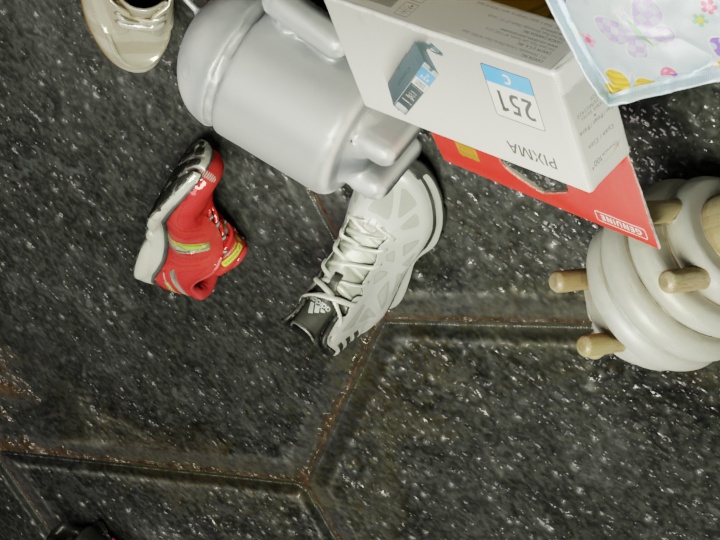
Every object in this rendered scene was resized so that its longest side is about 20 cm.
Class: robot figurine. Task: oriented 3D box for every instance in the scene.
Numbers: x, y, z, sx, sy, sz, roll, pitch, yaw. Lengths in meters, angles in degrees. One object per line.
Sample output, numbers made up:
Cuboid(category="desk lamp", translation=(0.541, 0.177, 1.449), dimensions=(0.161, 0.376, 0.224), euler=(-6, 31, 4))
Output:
Cuboid(category="robot figurine", translation=(-0.049, -0.132, 1.299), dimensions=(0.200, 0.113, 0.170), euler=(32, 142, 10))

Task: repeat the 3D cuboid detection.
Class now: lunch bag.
Cuboid(category="lunch bag", translation=(0.156, -0.221, 0.975), dimensions=(0.127, 0.170, 0.200), euler=(-7, 126, 39))

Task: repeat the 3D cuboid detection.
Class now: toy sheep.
Cuboid(category="toy sheep", translation=(0.207, 0.006, 1.204), dimensions=(0.138, 0.138, 0.200), euler=(44, 138, -7))

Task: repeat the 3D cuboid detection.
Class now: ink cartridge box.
Cuboid(category="ink cartridge box", translation=(0.082, -0.093, 1.121), dimensions=(0.200, 0.045, 0.176), euler=(26, 151, 43))

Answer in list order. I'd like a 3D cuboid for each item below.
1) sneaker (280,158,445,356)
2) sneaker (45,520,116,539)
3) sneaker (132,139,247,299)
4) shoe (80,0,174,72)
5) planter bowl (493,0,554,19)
Cuboid(category="sneaker", translation=(0.000, 0.000, 1.394), dimensions=(0.076, 0.115, 0.201), euler=(31, 143, 12))
Cuboid(category="sneaker", translation=(-0.286, 0.332, 2.036), dimensions=(0.200, 0.074, 0.088), euler=(9, 141, 42))
Cuboid(category="sneaker", translation=(-0.132, -0.039, 1.521), dimensions=(0.085, 0.077, 0.200), euler=(26, 150, -1))
Cuboid(category="shoe", translation=(-0.176, -0.223, 1.342), dimensions=(0.070, 0.053, 0.200), euler=(-10, 134, -9))
Cuboid(category="planter bowl", translation=(0.066, -0.218, 1.120), dimensions=(0.200, 0.084, 0.201), euler=(30, 152, 18))
